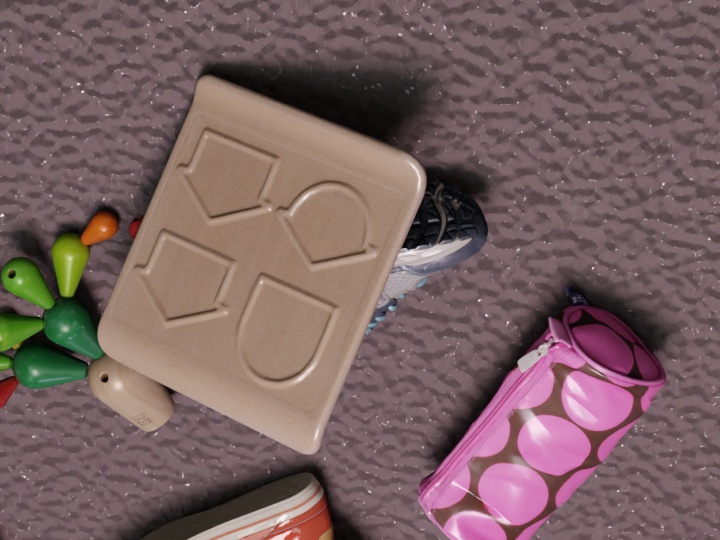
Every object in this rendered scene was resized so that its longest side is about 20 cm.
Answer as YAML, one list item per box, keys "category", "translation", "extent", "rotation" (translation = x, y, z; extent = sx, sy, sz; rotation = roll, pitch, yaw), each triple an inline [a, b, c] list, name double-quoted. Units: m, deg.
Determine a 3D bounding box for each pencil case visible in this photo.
- category: "pencil case"
  translation: [0.116, 0.112, 1.369]
  extent: [0.094, 0.091, 0.200]
  rotation: [9, 127, -38]

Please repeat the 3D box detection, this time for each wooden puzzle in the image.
- category: "wooden puzzle"
  translation: [-0.061, -0.005, 1.287]
  extent: [0.185, 0.046, 0.200]
  rotation: [23, 95, 29]

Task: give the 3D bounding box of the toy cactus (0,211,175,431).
- category: "toy cactus"
  translation: [-0.188, 0.053, 1.393]
  extent: [0.200, 0.102, 0.165]
  rotation: [-32, 121, 14]

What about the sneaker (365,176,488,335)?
- category: "sneaker"
  translation: [0.000, 0.000, 1.341]
  extent: [0.200, 0.078, 0.086]
  rotation: [-14, 129, 25]

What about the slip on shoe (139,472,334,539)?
- category: "slip on shoe"
  translation: [-0.109, 0.212, 1.474]
  extent: [0.200, 0.074, 0.061]
  rotation: [-23, 104, 16]
